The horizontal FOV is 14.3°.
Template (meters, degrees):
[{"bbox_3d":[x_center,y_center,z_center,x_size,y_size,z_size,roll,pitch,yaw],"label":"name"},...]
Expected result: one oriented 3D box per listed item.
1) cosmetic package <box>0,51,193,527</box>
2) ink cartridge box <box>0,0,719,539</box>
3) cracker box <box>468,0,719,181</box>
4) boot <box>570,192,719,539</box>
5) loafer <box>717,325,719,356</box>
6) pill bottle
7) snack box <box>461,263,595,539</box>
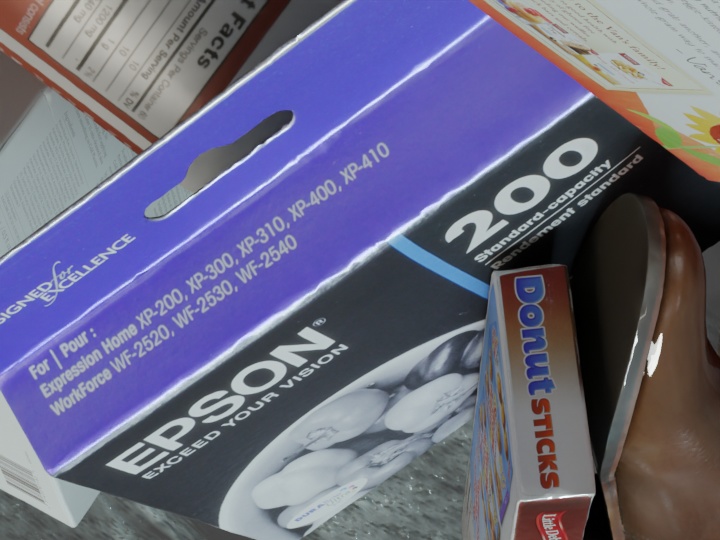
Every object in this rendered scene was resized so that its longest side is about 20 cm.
[{"bbox_3d":[-0.099,-0.024,1.022,0.051,0.151,0.200,25,152,23],"label":"cosmetic package"},{"bbox_3d":[0.000,0.000,0.833,0.200,0.198,0.044,26,-148,-59],"label":"ink cartridge box"},{"bbox_3d":[0.122,-0.068,0.678,0.134,0.058,0.199,33,165,-37],"label":"cracker box"},{"bbox_3d":[0.162,0.043,0.855,0.199,0.064,0.187,-3,139,-4],"label":"boot"},{"bbox_3d":[0.142,0.063,0.976,0.072,0.063,0.200,23,152,24],"label":"loafer"},{"bbox_3d":[-0.056,-0.095,0.891,0.200,0.112,0.112,37,155,-5],"label":"pill bottle"},{"bbox_3d":[0.049,0.074,0.885,0.024,0.072,0.200,-3,154,-2],"label":"snack box"}]
